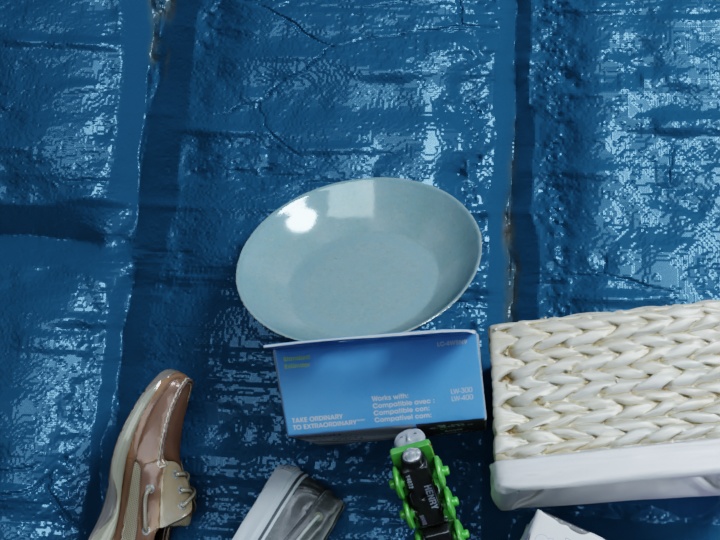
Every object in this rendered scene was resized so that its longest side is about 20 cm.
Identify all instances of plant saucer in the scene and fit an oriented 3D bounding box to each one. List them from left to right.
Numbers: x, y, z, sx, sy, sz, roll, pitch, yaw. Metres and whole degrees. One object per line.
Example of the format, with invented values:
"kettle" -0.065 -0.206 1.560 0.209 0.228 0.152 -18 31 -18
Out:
"plant saucer" 0.000 0.000 0.825 0.199 0.039 0.202 -7 40 6

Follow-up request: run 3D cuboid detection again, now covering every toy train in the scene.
"toy train" 0.059 0.195 0.732 0.041 0.201 0.057 -15 30 5

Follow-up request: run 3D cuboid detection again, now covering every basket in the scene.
"basket" 0.191 0.103 0.756 0.198 0.136 0.125 -5 71 7

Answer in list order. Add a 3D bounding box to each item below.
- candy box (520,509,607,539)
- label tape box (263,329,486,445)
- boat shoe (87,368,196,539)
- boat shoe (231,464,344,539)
"candy box" 0.196 0.241 0.698 0.198 0.168 0.072 22 77 13
"label tape box" 0.019 0.088 0.746 0.142 0.200 0.067 -6 79 6
"boat shoe" -0.164 0.181 0.818 0.071 0.076 0.202 16 87 8
"boat shoe" -0.078 0.250 0.783 0.070 0.072 0.201 23 78 17
